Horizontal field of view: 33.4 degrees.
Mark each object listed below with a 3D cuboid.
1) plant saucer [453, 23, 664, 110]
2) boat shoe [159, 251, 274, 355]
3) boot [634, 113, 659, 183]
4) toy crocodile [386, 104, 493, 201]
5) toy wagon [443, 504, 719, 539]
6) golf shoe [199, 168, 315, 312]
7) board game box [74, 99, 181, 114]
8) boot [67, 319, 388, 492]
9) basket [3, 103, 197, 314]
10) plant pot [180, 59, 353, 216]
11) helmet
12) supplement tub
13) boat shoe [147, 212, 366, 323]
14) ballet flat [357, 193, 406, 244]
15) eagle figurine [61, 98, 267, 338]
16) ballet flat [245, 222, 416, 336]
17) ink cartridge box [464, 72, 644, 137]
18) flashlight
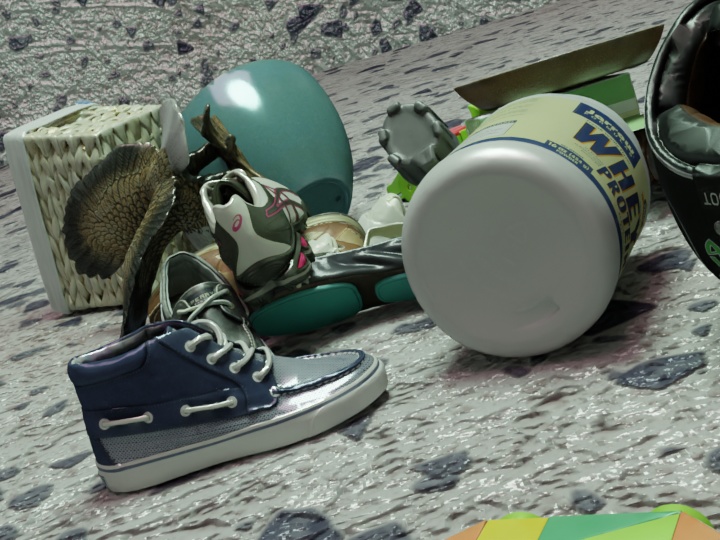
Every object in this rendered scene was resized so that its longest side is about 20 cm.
[{"bbox_3d":[0.185,-0.184,1.106,0.199,0.032,0.200,-18,6,2],"label":"plant saucer"},{"bbox_3d":[-0.117,0.044,0.898,0.072,0.071,0.200,-22,28,-18],"label":"boat shoe"},{"bbox_3d":[0.203,-0.100,1.126,0.199,0.065,0.186,-9,9,24],"label":"boot"},{"bbox_3d":[0.086,-0.119,1.263,0.067,0.062,0.200,-26,0,-27],"label":"toy crocodile"},{"bbox_3d":[0.054,0.143,0.465,0.199,0.040,0.155,-8,17,27],"label":"toy wagon"},{"bbox_3d":[-0.086,-0.049,0.951,0.077,0.088,0.200,-31,24,0],"label":"golf shoe"},{"bbox_3d":[-0.244,-0.114,1.380,0.199,0.201,0.062,-18,14,-3],"label":"board game box"},{"bbox_3d":[-0.085,0.069,0.776,0.199,0.091,0.073,-19,15,-9],"label":"boot"},{"bbox_3d":[-0.264,-0.070,1.260,0.123,0.201,0.135,-2,20,30],"label":"basket"},{"bbox_3d":[-0.084,-0.094,1.222,0.199,0.201,0.135,-24,51,-26],"label":"plant pot"},{"bbox_3d":[0.275,-0.070,0.699,0.199,0.190,0.201,-30,41,30],"label":"helmet"},{"bbox_3d":[0.123,-0.041,0.839,0.144,0.146,0.200,-9,17,25],"label":"supplement tub"},{"bbox_3d":[-0.085,0.011,1.017,0.199,0.076,0.074,-24,27,-1],"label":"boat shoe"},{"bbox_3d":[0.054,-0.050,1.097,0.199,0.070,0.069,-19,15,-9],"label":"ballet flat"},{"bbox_3d":[-0.183,-0.047,1.086,0.200,0.151,0.152,-37,4,-2],"label":"eagle figurine"},{"bbox_3d":[0.000,0.000,0.963,0.199,0.074,0.073,-13,15,0],"label":"ballet flat"},{"bbox_3d":[0.178,-0.135,1.065,0.145,0.048,0.200,-17,6,0],"label":"ink cartridge box"},{"bbox_3d":[0.073,-0.077,0.971,0.067,0.068,0.200,6,-16,28],"label":"flashlight"}]
